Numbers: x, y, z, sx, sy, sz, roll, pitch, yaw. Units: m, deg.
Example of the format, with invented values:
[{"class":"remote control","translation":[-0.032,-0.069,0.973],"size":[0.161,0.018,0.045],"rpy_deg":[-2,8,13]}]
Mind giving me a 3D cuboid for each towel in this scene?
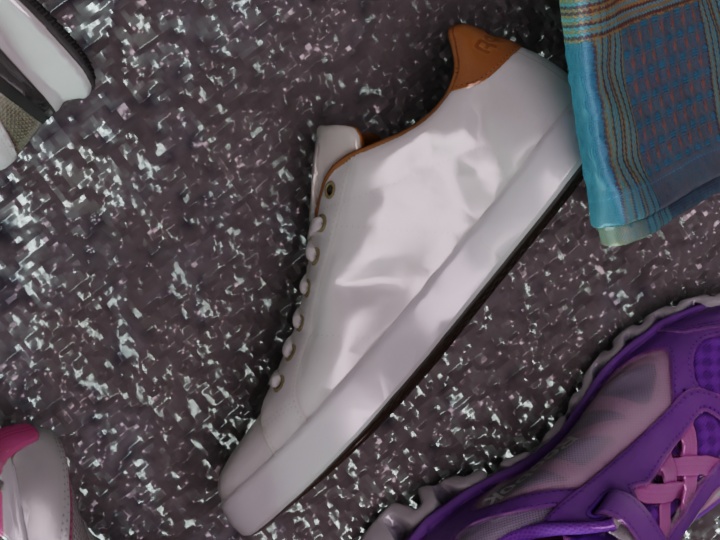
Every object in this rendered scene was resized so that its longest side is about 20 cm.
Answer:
[{"class":"towel","translation":[0.110,-0.121,0.781],"size":[0.147,0.022,0.200],"rpy_deg":[-26,112,-50]}]

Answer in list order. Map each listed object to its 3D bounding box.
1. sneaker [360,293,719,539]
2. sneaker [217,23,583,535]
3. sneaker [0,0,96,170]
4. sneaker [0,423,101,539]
[{"class":"sneaker","translation":[0.095,0.087,0.827],"size":[0.200,0.088,0.081],"rpy_deg":[-36,107,-8]},{"class":"sneaker","translation":[0.000,0.000,0.801],"size":[0.085,0.073,0.200],"rpy_deg":[38,91,5]},{"class":"sneaker","translation":[-0.189,-0.091,0.711],"size":[0.115,0.076,0.201],"rpy_deg":[-46,112,-5]},{"class":"sneaker","translation":[-0.080,0.136,0.795],"size":[0.088,0.081,0.200],"rpy_deg":[-23,115,-12]}]
